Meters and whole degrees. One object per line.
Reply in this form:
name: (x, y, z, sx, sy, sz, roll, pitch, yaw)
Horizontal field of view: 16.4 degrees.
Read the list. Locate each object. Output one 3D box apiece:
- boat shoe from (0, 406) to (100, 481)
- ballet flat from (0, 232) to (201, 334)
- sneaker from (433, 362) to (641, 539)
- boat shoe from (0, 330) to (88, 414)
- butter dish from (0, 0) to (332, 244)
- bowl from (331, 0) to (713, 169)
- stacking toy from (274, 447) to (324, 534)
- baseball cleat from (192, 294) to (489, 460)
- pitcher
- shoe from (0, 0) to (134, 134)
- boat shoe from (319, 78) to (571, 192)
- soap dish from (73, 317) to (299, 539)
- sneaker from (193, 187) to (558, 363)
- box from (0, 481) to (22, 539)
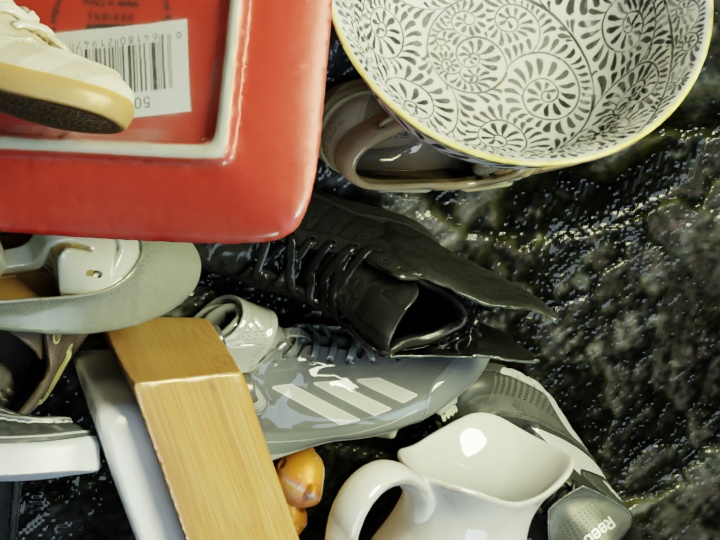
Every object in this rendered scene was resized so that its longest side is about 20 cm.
boat shoe: (-0.224, 0.066, 1.217, 0.199, 0.072, 0.068, 4, 85, 7)
ballet flat: (-0.169, -0.004, 1.224, 0.199, 0.068, 0.064, -4, 150, -20)
sneaker: (0.116, 0.131, 1.467, 0.066, 0.091, 0.200, -39, 125, 1)
boat shoe: (-0.180, 0.035, 1.285, 0.072, 0.059, 0.200, 39, 81, -20)
butter dish: (-0.101, -0.105, 1.212, 0.199, 0.148, 0.200, 3, 81, 12)
bowl: (0.073, -0.125, 1.282, 0.200, 0.201, 0.094, -14, 160, -15)
stacking toy: (-0.068, 0.193, 1.433, 0.109, 0.116, 0.201, 23, 93, -26)
baseball cleat: (-0.025, 0.052, 1.378, 0.199, 0.070, 0.107, -22, 124, -11)
pitcher: (0.025, 0.189, 1.375, 0.171, 0.121, 0.201, -2, 114, -47)
shoe: (-0.190, -0.113, 1.117, 0.199, 0.070, 0.054, 20, 85, 10)
boat shoe: (0.075, -0.074, 1.353, 0.199, 0.065, 0.072, -5, 119, -20)
soap dish: (-0.078, 0.125, 1.287, 0.081, 0.157, 0.201, -20, 104, -7)
sneaker: (-0.001, 0.003, 1.340, 0.199, 0.104, 0.060, 10, 113, -27)
box: (-0.287, 0.164, 1.345, 0.199, 0.048, 0.194, -1, 113, -22)
